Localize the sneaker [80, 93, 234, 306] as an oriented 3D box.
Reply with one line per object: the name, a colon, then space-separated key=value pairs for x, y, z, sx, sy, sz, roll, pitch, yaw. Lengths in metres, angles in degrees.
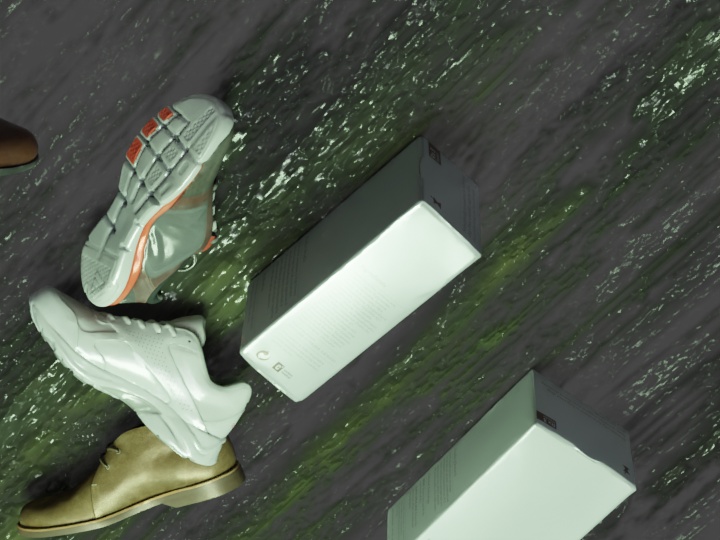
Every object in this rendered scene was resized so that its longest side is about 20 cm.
sneaker: x=-0.141 y=-0.053 z=1.620 sx=0.082 sy=0.077 sz=0.200 roll=11 pitch=128 yaw=-38

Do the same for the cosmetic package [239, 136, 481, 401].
cosmetic package: x=0.000 y=0.000 z=1.619 sx=0.200 sy=0.102 sz=0.074 roll=-38 pitch=115 yaw=24

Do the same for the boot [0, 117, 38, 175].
boot: x=-0.304 y=-0.181 z=1.546 sx=0.188 sy=0.069 sz=0.200 roll=22 pitch=114 yaw=-3

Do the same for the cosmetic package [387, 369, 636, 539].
cosmetic package: x=0.123 y=0.191 z=1.753 sx=0.113 sy=0.081 sz=0.200 roll=35 pitch=116 yaw=-20

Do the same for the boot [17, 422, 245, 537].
boot: x=-0.201 y=0.170 z=1.765 sx=0.200 sy=0.074 sz=0.076 roll=-18 pitch=102 yaw=8

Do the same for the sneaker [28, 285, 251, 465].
sneaker: x=-0.173 y=0.064 z=1.692 sx=0.200 sy=0.078 sz=0.099 roll=38 pitch=89 yaw=-11
